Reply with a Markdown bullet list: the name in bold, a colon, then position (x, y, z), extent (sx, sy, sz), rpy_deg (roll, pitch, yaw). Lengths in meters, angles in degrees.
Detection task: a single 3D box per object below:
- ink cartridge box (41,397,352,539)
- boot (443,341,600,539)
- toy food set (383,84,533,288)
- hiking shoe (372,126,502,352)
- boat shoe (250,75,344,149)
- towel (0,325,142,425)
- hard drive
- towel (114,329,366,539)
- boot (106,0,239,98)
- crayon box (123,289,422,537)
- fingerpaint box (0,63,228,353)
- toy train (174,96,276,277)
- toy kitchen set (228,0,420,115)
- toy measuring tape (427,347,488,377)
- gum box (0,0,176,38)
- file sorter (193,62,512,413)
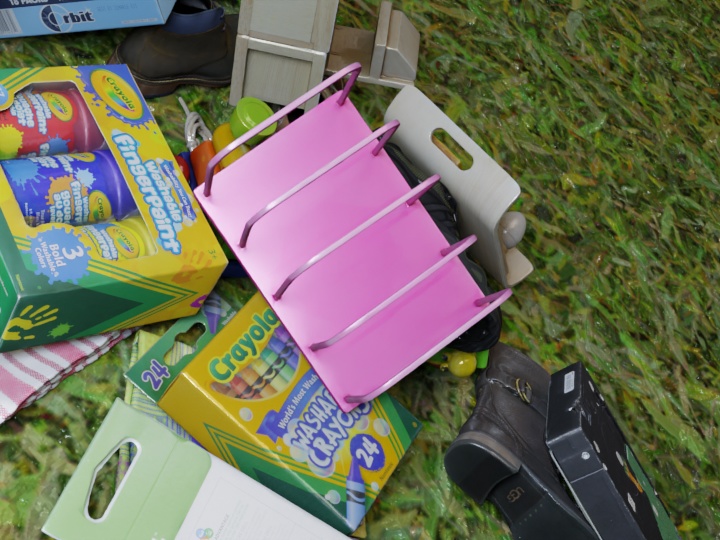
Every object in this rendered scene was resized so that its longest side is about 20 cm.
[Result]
- **ink cartridge box**: position (-0.108, 0.186, 0.787), extent (0.199, 0.059, 0.104), rpy_deg (34, 58, -11)
- **boot**: position (0.162, 0.160, 1.032), extent (0.200, 0.069, 0.174), rpy_deg (46, 33, -7)
- **toy food set**: position (0.098, -0.075, 1.061), extent (0.060, 0.200, 0.144), rpy_deg (-41, 68, -6)
- **hiking shoe**: position (0.063, -0.026, 0.973), extent (0.201, 0.075, 0.101), rpy_deg (56, 36, -19)
- **boat shoe**: position (-0.045, -0.148, 1.112), extent (0.075, 0.072, 0.201), rpy_deg (33, 37, -12)
- **towel**: position (-0.243, 0.009, 0.868), extent (0.146, 0.030, 0.200), rpy_deg (45, 42, 4)
- **hard drive**: position (0.218, 0.191, 0.994), extent (0.201, 0.038, 0.140), rpy_deg (58, 19, -11)
- **towel**: position (-0.085, 0.127, 0.898), extent (0.199, 0.023, 0.145), rpy_deg (19, 48, -25)
- **boot**: position (-0.137, -0.224, 1.089), extent (0.075, 0.097, 0.200), rpy_deg (49, 42, 8)
- **crayon box**: position (-0.062, 0.098, 0.885), extent (0.200, 0.052, 0.126), rpy_deg (41, 42, 0)
- **fingerpaint box**: position (-0.217, -0.055, 0.868), extent (0.166, 0.073, 0.201), rpy_deg (-10, 61, -39)
- **toy train**: position (-0.112, -0.106, 0.997), extent (0.084, 0.116, 0.201), rpy_deg (2, 56, -36)
- **toy kitchen set**: position (-0.013, -0.257, 1.039), extent (0.162, 0.181, 0.201), rpy_deg (11, 47, -4)
- **toy measuring tape**: position (0.070, 0.027, 1.076), extent (0.073, 0.074, 0.201), rpy_deg (22, 31, -21)
- **gum box**: position (-0.227, -0.282, 1.035), extent (0.168, 0.045, 0.201), rpy_deg (-2, 44, 14)
- **file sorter**: position (-0.005, -0.022, 0.830), extent (0.138, 0.125, 0.201), rpy_deg (-35, 89, -11)
